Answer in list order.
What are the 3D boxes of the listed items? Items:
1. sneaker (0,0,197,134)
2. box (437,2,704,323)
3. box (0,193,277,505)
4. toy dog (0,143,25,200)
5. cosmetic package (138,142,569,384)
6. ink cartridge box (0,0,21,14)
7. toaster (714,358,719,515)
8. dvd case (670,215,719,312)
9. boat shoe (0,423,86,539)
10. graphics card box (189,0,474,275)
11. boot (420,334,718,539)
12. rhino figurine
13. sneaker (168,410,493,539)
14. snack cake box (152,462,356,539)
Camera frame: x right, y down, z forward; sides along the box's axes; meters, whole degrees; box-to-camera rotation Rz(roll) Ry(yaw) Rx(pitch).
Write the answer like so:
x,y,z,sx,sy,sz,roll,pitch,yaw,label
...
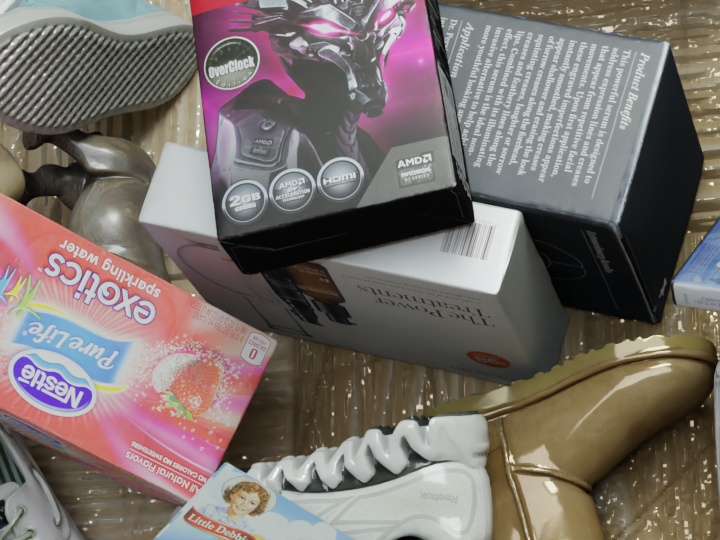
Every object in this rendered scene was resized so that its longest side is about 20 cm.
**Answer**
x,y,z,sx,sy,sz,roll,pitch,yaw,label
-0.177,-0.126,1.380,0.082,0.200,0.074,27,106,25,sneaker
0.069,-0.062,1.302,0.200,0.148,0.107,13,73,19,box
-0.160,0.037,1.268,0.200,0.095,0.103,30,79,-17,box
-0.257,-0.010,1.394,0.132,0.096,0.200,-37,19,-18,toy dog
0.000,0.000,1.295,0.200,0.151,0.052,12,74,19,cosmetic package
-0.208,-0.226,1.478,0.145,0.083,0.200,35,81,25,ink cartridge box
0.250,0.099,1.189,0.129,0.114,0.200,-6,85,28,toaster
0.270,-0.014,1.179,0.200,0.018,0.143,9,38,32,dvd case
-0.200,0.141,1.338,0.074,0.067,0.200,-33,64,0,boat shoe
-0.019,-0.106,1.233,0.125,0.051,0.200,-12,66,9,graphics card box
0.124,0.149,1.253,0.175,0.066,0.200,-21,64,20,boot
-0.144,0.009,1.372,0.087,0.060,0.200,5,63,-30,rhino figurine
-0.017,0.132,1.272,0.200,0.075,0.081,-18,81,32,sneaker
-0.020,0.194,1.184,0.200,0.067,0.115,29,53,19,snack cake box
